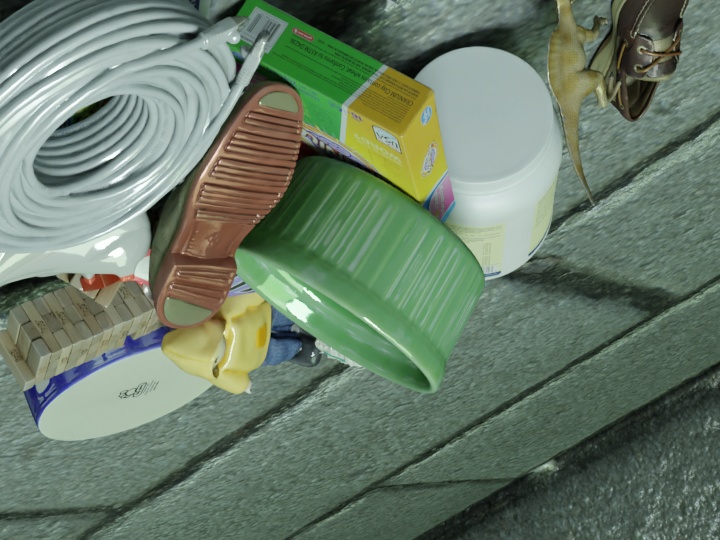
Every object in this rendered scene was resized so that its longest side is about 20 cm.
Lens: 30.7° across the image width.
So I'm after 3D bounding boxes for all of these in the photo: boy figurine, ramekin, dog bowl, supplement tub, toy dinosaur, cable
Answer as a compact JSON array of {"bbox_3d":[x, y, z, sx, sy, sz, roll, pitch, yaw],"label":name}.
[{"bbox_3d":[-0.105,0.056,1.210,0.199,0.064,0.126,-2,111,-62],"label":"boy figurine"},{"bbox_3d":[0.000,0.000,1.016,0.098,0.199,0.200,-57,163,-12],"label":"ramekin"},{"bbox_3d":[-0.229,0.084,1.266,0.199,0.079,0.200,-22,159,-9],"label":"dog bowl"},{"bbox_3d":[0.100,-0.089,1.134,0.144,0.146,0.200,-23,159,-5],"label":"supplement tub"},{"bbox_3d":[0.171,-0.156,1.070,0.058,0.202,0.101,-1,-172,28],"label":"toy dinosaur"},{"bbox_3d":[-0.172,-0.095,0.812,0.199,0.069,0.200,-17,153,-41],"label":"cable"}]

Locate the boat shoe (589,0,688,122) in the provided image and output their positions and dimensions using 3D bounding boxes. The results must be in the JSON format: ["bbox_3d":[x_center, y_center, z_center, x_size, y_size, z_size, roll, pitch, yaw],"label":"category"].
[{"bbox_3d":[0.257,-0.199,1.155,0.072,0.072,0.200,-19,158,-17],"label":"boat shoe"}]

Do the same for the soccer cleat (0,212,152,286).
[{"bbox_3d":[-0.249,-0.023,0.935,0.198,0.069,0.078,-10,121,-12],"label":"soccer cleat"}]

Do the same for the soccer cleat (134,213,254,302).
[{"bbox_3d":[-0.145,0.000,1.116,0.068,0.074,0.199,16,179,43],"label":"soccer cleat"}]

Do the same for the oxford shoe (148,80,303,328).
[{"bbox_3d":[-0.106,-0.057,0.930,0.070,0.074,0.201,12,120,-38],"label":"oxford shoe"}]

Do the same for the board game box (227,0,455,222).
[{"bbox_3d":[-0.009,-0.105,0.965,0.041,0.152,0.200,-56,162,-12],"label":"board game box"}]

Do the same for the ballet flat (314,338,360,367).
[{"bbox_3d":[0.001,0.000,1.248,0.071,0.201,0.072,12,146,8],"label":"ballet flat"}]

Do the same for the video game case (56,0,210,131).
[{"bbox_3d":[-0.190,-0.119,0.853,0.199,0.018,0.144,-26,157,-26],"label":"video game case"}]

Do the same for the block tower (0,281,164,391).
[{"bbox_3d":[-0.215,0.032,1.142,0.199,0.054,0.058,-27,162,-32],"label":"block tower"}]

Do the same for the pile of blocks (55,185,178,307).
[{"bbox_3d":[-0.153,-0.050,1.010,0.199,0.082,0.062,-36,-169,-9],"label":"pile of blocks"}]
